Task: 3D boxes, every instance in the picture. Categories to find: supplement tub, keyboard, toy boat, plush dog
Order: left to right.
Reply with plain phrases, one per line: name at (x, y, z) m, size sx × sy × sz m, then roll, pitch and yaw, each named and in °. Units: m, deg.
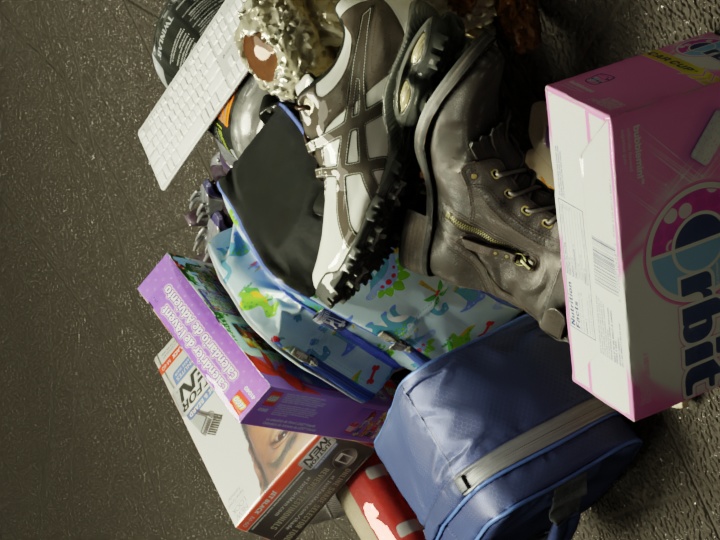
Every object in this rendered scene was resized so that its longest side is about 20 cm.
keyboard at (-0.119, -0.138, 1.651) m, size 0.200 × 0.011 × 0.056 m, roll -50°, pitch 52°, yaw 46°
supplement tub at (-0.069, -0.144, 1.695) m, size 0.200 × 0.122 × 0.123 m, roll 46°, pitch 147°, yaw 46°
plush dog at (0.042, -0.175, 1.442) m, size 0.200 × 0.160 × 0.172 m, roll 36°, pitch 134°, yaw 7°
toy boat at (0.067, 0.164, 1.674) m, size 0.131 × 0.130 × 0.200 m, roll -49°, pitch 59°, yaw 30°

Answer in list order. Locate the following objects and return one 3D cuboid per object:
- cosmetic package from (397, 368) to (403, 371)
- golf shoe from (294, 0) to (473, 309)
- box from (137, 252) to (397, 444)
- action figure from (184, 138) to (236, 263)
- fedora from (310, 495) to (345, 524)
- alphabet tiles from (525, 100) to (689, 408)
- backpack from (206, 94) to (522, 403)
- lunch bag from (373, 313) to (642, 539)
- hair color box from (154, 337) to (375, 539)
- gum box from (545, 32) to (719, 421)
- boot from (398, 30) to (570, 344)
cosmetic package at (-0.010, 0.040, 1.777) m, size 0.102 × 0.071 × 0.200 m, roll 70°, pitch 158°, yaw 1°
golf shoe at (-0.003, -0.078, 1.380) m, size 0.094 × 0.078 × 0.200 m, roll 22°, pitch 98°, yaw 15°
box at (-0.057, 0.060, 1.590) m, size 0.039 × 0.200 × 0.137 m, roll -49°, pitch 60°, yaw 16°
action figure at (-0.113, -0.087, 1.916) m, size 0.130 × 0.069 × 0.200 m, roll 63°, pitch 154°, yaw 29°
fedora at (-0.073, 0.158, 1.811) m, size 0.200 × 0.090 × 0.177 m, roll 46°, pitch 166°, yaw 53°
alphabet tiles at (0.163, -0.012, 1.412) m, size 0.196 × 0.015 × 0.200 m, roll 52°, pitch 151°, yaw 39°
backpack at (0.000, 0.000, 1.536) m, size 0.147 × 0.200 × 0.183 m, roll -52°, pitch 33°, yaw 11°
lunch bag at (0.100, 0.130, 1.500) m, size 0.132 × 0.136 × 0.200 m, roll 61°, pitch 164°, yaw 17°
hair color box at (-0.077, 0.102, 1.701) m, size 0.111 × 0.064 × 0.200 m, roll -49°, pitch 44°, yaw 16°
gum box at (0.177, -0.020, 1.242) m, size 0.066 × 0.113 × 0.200 m, roll 36°, pitch 139°, yaw 54°
boot at (0.119, -0.037, 1.342) m, size 0.174 × 0.069 × 0.200 m, roll 25°, pitch 134°, yaw 18°
